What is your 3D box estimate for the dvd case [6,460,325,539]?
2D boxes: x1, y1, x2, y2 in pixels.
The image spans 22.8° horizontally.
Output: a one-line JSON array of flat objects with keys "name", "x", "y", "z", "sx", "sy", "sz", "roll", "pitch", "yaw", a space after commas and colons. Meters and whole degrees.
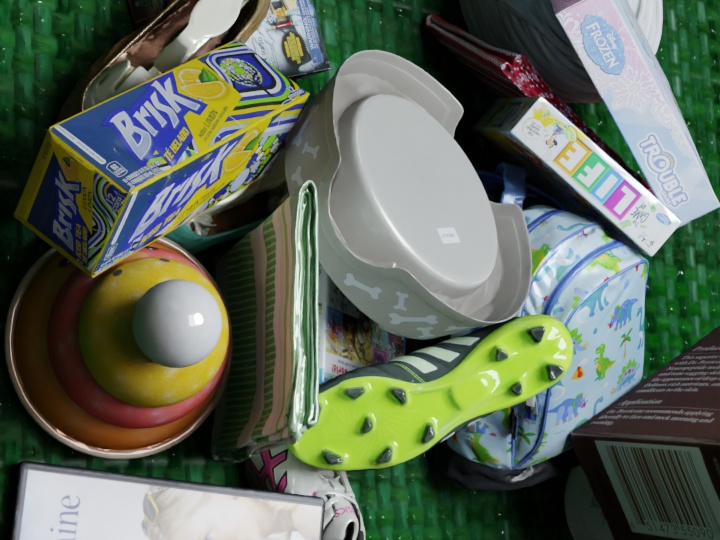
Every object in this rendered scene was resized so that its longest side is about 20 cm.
[{"name": "dvd case", "x": -0.122, "y": 0.200, "z": 1.101, "sx": 0.200, "sy": 0.018, "sz": 0.143, "roll": 9, "pitch": 75, "yaw": -18}]

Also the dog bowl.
[{"name": "dog bowl", "x": 0.030, "y": -0.045, "z": 1.177, "sx": 0.200, "sy": 0.059, "sz": 0.200, "roll": 34, "pitch": 40, "yaw": -34}]

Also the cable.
[{"name": "cable", "x": 0.166, "y": -0.233, "z": 1.469, "sx": 0.200, "sy": 0.069, "sz": 0.200, "roll": 50, "pitch": 52, "yaw": -25}]

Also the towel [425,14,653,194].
[{"name": "towel", "x": 0.145, "y": -0.122, "z": 1.387, "sx": 0.200, "sy": 0.145, "sz": 0.022, "roll": 39, "pitch": 91, "yaw": -31}]

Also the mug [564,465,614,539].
[{"name": "mug", "x": 0.243, "y": 0.207, "z": 1.416, "sx": 0.175, "sy": 0.148, "sz": 0.200, "roll": 8, "pitch": 109, "yaw": -42}]

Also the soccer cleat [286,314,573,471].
[{"name": "soccer cleat", "x": 0.045, "y": 0.081, "z": 1.179, "sx": 0.200, "sy": 0.081, "sz": 0.068, "roll": -20, "pitch": 94, "yaw": -4}]

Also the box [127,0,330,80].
[{"name": "box", "x": -0.104, "y": -0.222, "z": 1.234, "sx": 0.137, "sy": 0.040, "sz": 0.200, "roll": -19, "pitch": 95, "yaw": -42}]

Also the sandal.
[{"name": "sandal", "x": 0.126, "y": -0.032, "z": 1.375, "sx": 0.200, "sy": 0.087, "sz": 0.080, "roll": 21, "pitch": 66, "yaw": -47}]

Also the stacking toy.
[{"name": "stacking toy", "x": -0.120, "y": 0.035, "z": 1.044, "sx": 0.146, "sy": 0.200, "sz": 0.146, "roll": 3, "pitch": 82, "yaw": -22}]

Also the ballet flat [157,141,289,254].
[{"name": "ballet flat", "x": -0.074, "y": -0.057, "z": 1.207, "sx": 0.200, "sy": 0.070, "sz": 0.067, "roll": -27, "pitch": 92, "yaw": -43}]

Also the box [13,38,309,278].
[{"name": "box", "x": -0.115, "y": -0.071, "z": 1.069, "sx": 0.064, "sy": 0.070, "sz": 0.200, "roll": 37, "pitch": 34, "yaw": 11}]

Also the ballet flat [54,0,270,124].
[{"name": "ballet flat", "x": -0.125, "y": -0.130, "z": 1.138, "sx": 0.068, "sy": 0.072, "sz": 0.200, "roll": 46, "pitch": 73, "yaw": -6}]

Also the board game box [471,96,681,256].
[{"name": "board game box", "x": 0.156, "y": -0.074, "z": 1.328, "sx": 0.134, "sy": 0.200, "sz": 0.034, "roll": 40, "pitch": 91, "yaw": -6}]

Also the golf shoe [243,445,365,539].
[{"name": "golf shoe", "x": -0.028, "y": 0.153, "z": 1.197, "sx": 0.073, "sy": 0.092, "sz": 0.200, "roll": 2, "pitch": 79, "yaw": -42}]

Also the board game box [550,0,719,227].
[{"name": "board game box", "x": 0.191, "y": -0.162, "z": 1.323, "sx": 0.200, "sy": 0.043, "sz": 0.199, "roll": 56, "pitch": 15, "yaw": -29}]

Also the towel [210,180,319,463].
[{"name": "towel", "x": -0.063, "y": 0.041, "z": 1.121, "sx": 0.023, "sy": 0.200, "sz": 0.153, "roll": 4, "pitch": 78, "yaw": -17}]

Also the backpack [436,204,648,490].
[{"name": "backpack", "x": 0.135, "y": 0.050, "z": 1.298, "sx": 0.163, "sy": 0.154, "sz": 0.200, "roll": -20, "pitch": 110, "yaw": -37}]

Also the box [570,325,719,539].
[{"name": "box", "x": 0.292, "y": 0.139, "z": 1.255, "sx": 0.200, "sy": 0.166, "sz": 0.164, "roll": -31, "pitch": 103, "yaw": -28}]

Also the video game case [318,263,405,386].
[{"name": "video game case", "x": 0.000, "y": 0.000, "z": 1.259, "sx": 0.143, "sy": 0.018, "sz": 0.200, "roll": 37, "pitch": 52, "yaw": -62}]
